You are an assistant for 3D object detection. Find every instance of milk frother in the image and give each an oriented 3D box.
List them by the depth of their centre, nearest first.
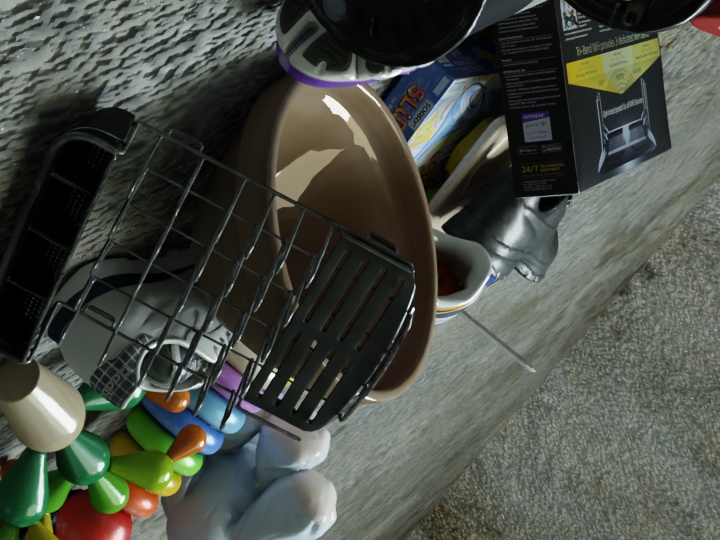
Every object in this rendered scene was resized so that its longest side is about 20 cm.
[{"bbox_3d":[0.104,-0.177,0.706,0.188,0.200,0.181,-31,156,-47],"label":"milk frother"}]

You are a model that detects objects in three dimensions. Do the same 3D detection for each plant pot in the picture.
[{"bbox_3d":[-0.037,-0.016,0.875,0.092,0.202,0.201,-10,-176,27],"label":"plant pot"}]

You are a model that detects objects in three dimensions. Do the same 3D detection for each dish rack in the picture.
[{"bbox_3d":[-0.078,0.014,0.742,0.154,0.199,0.055,-57,-171,37],"label":"dish rack"}]

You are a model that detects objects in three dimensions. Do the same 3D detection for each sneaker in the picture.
[{"bbox_3d":[0.019,-0.136,0.830,0.200,0.081,0.083,-31,165,-49],"label":"sneaker"},{"bbox_3d":[-0.105,0.034,0.901,0.200,0.081,0.077,-18,147,-51],"label":"sneaker"},{"bbox_3d":[0.000,0.000,1.028,0.199,0.079,0.079,-3,161,-28],"label":"sneaker"},{"bbox_3d":[0.134,-0.043,1.157,0.091,0.076,0.200,-50,170,14],"label":"sneaker"}]

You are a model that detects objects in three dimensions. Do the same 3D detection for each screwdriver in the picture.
[{"bbox_3d":[0.053,0.018,1.110,0.029,0.200,0.028,-47,-179,-13],"label":"screwdriver"}]

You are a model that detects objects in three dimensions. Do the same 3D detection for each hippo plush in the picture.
[{"bbox_3d":[-0.078,0.168,1.155,0.161,0.158,0.201,-7,97,-74],"label":"hippo plush"}]

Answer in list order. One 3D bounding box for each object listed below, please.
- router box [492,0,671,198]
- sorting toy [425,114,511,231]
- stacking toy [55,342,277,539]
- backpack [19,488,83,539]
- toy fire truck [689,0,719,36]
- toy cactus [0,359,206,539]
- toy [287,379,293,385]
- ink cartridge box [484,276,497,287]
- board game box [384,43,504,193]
[{"bbox_3d":[0.166,-0.149,1.073,0.052,0.158,0.200,-3,-169,31],"label":"router box"},{"bbox_3d":[0.096,-0.076,1.176,0.200,0.037,0.185,-47,168,30],"label":"sorting toy"},{"bbox_3d":[-0.144,0.123,1.031,0.200,0.085,0.085,-50,166,-2],"label":"stacking toy"},{"bbox_3d":[-0.261,0.292,1.066,0.200,0.147,0.183,-30,156,-38],"label":"backpack"},{"bbox_3d":[0.206,-0.221,0.906,0.168,0.199,0.113,9,94,-73],"label":"toy fire truck"},{"bbox_3d":[-0.184,0.099,0.913,0.200,0.102,0.165,-40,147,-12],"label":"toy cactus"},{"bbox_3d":[-0.045,0.045,1.182,0.115,0.047,0.200,-8,157,-30],"label":"toy"},{"bbox_3d":[0.028,0.037,1.272,0.094,0.044,0.200,-28,177,-41],"label":"ink cartridge box"},{"bbox_3d":[0.060,-0.109,1.104,0.136,0.034,0.200,-52,166,26],"label":"board game box"}]
